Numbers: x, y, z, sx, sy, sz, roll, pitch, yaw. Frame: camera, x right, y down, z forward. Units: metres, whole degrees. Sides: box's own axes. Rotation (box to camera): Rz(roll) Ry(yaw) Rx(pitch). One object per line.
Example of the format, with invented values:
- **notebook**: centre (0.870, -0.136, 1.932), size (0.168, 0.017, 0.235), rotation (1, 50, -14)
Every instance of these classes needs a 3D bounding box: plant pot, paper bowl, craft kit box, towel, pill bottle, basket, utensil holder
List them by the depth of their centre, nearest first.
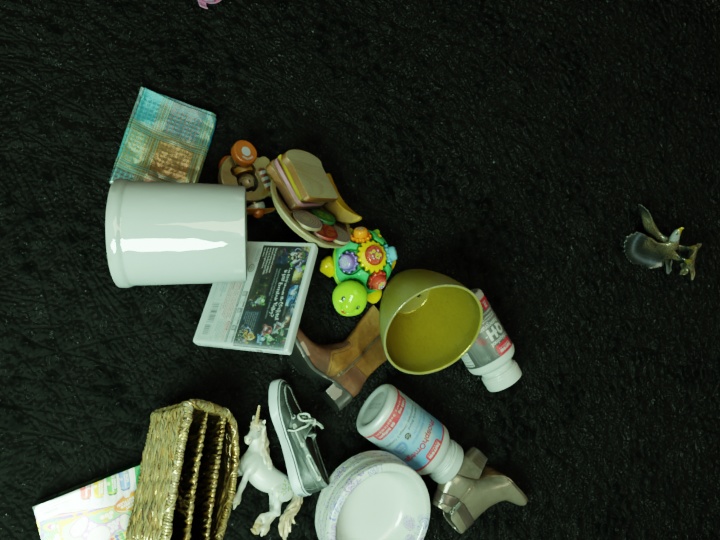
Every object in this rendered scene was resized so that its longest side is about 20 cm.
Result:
- **basket**: centre (-0.238, 0.306, 0.766), size (0.142, 0.148, 0.202), rotation (22, 59, -35)
- **craft kit box**: centre (-0.361, 0.409, 0.785), size (0.198, 0.048, 0.200), rotation (-16, 88, -27)
- **utensil holder**: centre (-0.285, -0.060, 0.836), size (0.198, 0.170, 0.172), rotation (-1, 78, -11)
- **paper bowl**: centre (0.016, 0.420, 0.909), size (0.199, 0.104, 0.203), rotation (-1, 92, -25)
- **towel**: centre (-0.357, -0.226, 0.949), size (0.145, 0.022, 0.202), rotation (17, 71, -20)
- **pill bottle**: centre (0.097, 0.315, 0.984), size (0.199, 0.109, 0.109), rotation (39, 65, -12)
- **plant pot**: centre (0.116, 0.077, 1.003), size (0.198, 0.142, 0.202), rotation (-9, 122, -14)
- **pill bottle**: centre (0.256, 0.150, 1.096), size (0.110, 0.111, 0.201), rotation (-32, 92, -27)

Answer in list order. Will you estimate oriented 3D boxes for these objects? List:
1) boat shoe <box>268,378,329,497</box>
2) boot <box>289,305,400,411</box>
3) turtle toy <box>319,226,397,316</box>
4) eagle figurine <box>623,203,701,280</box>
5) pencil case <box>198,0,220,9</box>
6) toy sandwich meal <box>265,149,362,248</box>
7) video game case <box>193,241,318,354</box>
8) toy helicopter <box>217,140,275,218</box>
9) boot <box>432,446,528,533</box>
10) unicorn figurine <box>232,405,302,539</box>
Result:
- **boat shoe**: centre (-0.103, 0.279, 0.893), size (0.068, 0.074, 0.201), rotation (-24, 66, 13)
- **boot**: centre (-0.028, 0.133, 0.993), size (0.189, 0.068, 0.200), rotation (49, 60, -2)
- **turtle toy**: centre (0.000, 0.000, 1.017), size (0.145, 0.101, 0.201), rotation (31, 67, -15)
- **eagle figurine**: centre (0.830, -0.077, 1.430), size (0.198, 0.152, 0.152), rotation (25, 21, 13)
- **pencil case**: centre (-0.326, -0.635, 1.028), size (0.087, 0.087, 0.202), rotation (-21, 88, -27)
- **toy sandwich meal**: centre (-0.081, -0.132, 0.954), size (0.204, 0.070, 0.206), rotation (33, 31, -23)
- **video game case**: centre (-0.178, 0.041, 0.893), size (0.180, 0.023, 0.202), rotation (2, 62, 19)
- **toy helicopter**: centre (-0.176, -0.153, 0.990), size (0.198, 0.079, 0.134), rotation (12, 66, -35)
- **boot**: centre (0.237, 0.463, 1.045), size (0.200, 0.070, 0.147), rotation (43, 70, -9)
- **unicorn figurine**: centre (-0.172, 0.349, 0.878), size (0.201, 0.073, 0.138), rotation (55, 52, -20)
